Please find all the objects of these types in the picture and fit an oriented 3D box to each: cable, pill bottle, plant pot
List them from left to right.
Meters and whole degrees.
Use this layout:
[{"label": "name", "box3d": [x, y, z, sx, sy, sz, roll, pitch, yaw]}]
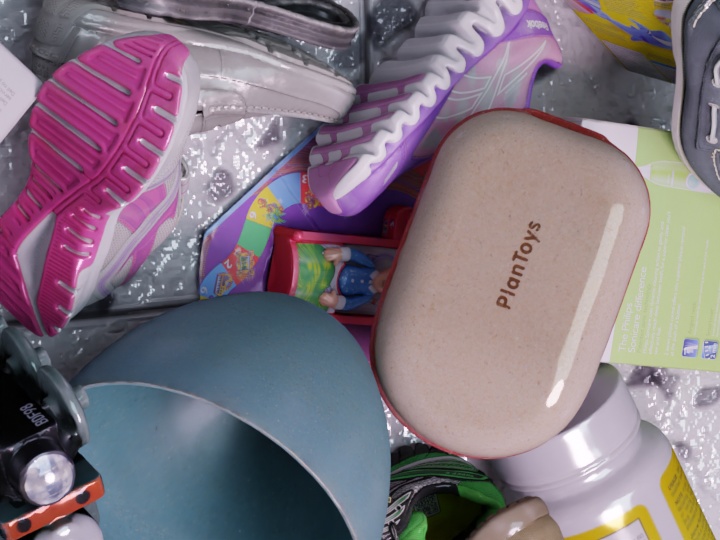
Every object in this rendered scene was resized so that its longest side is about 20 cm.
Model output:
[{"label": "cable", "box3d": [-0.075, -0.162, 1.503, 0.200, 0.097, 0.050, 11, 110, -29]}, {"label": "plant pot", "box3d": [-0.064, 0.090, 1.501, 0.200, 0.200, 0.135, 52, 46, -24]}, {"label": "pill bottle", "box3d": [0.157, 0.164, 1.662, 0.114, 0.114, 0.200, -35, 111, -22]}]

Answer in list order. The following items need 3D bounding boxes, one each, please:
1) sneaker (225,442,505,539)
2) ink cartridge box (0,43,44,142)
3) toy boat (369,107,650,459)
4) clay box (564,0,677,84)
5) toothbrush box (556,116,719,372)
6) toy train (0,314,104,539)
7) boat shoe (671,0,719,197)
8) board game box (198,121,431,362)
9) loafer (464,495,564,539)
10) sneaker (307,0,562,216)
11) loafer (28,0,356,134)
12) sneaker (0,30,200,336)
[{"label": "sneaker", "box3d": [-0.004, 0.162, 1.587, 0.200, 0.085, 0.078, -28, 108, -23]}, {"label": "ink cartridge box", "box3d": [-0.287, -0.069, 1.398, 0.146, 0.084, 0.200, 45, 74, -26]}, {"label": "toy boat", "box3d": [0.083, 0.011, 1.555, 0.130, 0.131, 0.200, 21, 85, 2]}, {"label": "clay box", "box3d": [0.172, -0.168, 1.590, 0.200, 0.115, 0.048, 41, 74, -52]}, {"label": "toothbrush box", "box3d": [0.189, -0.014, 1.674, 0.200, 0.086, 0.146, 5, 93, -31]}, {"label": "toy train", "box3d": [-0.193, 0.091, 1.413, 0.085, 0.200, 0.114, -27, 122, -20]}, {"label": "boat shoe", "box3d": [0.224, -0.093, 1.558, 0.073, 0.062, 0.200, -30, 142, -8]}, {"label": "board game box", "box3d": [0.000, 0.000, 1.594, 0.200, 0.039, 0.158, -44, 115, -19]}, {"label": "loafer", "box3d": [0.061, 0.220, 1.588, 0.076, 0.067, 0.200, -14, 145, -48]}, {"label": "sneaker", "box3d": [0.052, -0.097, 1.584, 0.200, 0.080, 0.089, -50, 118, -23]}, {"label": "loafer", "box3d": [-0.096, -0.107, 1.518, 0.200, 0.070, 0.070, 11, 104, -29]}, {"label": "sneaker", "box3d": [-0.134, -0.057, 1.459, 0.081, 0.200, 0.088, 44, 39, 13]}]
